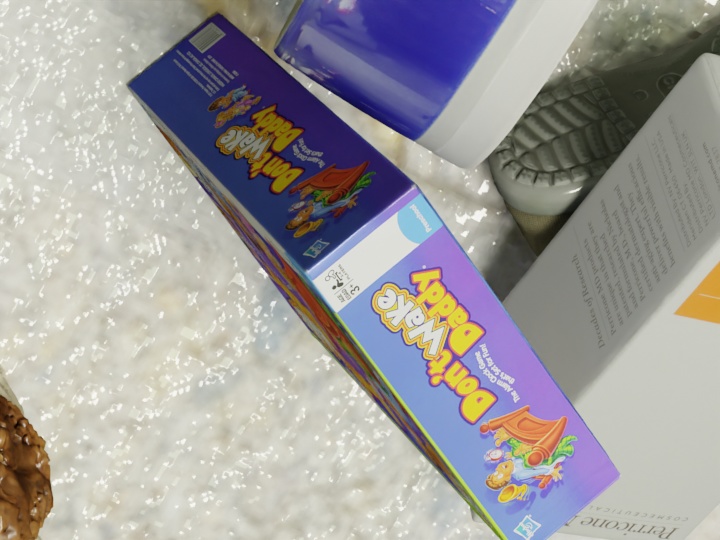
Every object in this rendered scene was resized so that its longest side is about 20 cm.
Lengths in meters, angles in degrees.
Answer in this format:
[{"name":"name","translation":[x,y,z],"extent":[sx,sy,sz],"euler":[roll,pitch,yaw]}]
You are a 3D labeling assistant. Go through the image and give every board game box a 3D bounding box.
[{"name":"board game box","translation":[0.000,0.000,0.924],"extent":[0.045,0.200,0.135],"euler":[-38,119,-4]}]

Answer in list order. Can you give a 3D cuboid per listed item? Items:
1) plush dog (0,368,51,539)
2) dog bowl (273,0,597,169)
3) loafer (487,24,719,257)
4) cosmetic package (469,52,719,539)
[{"name":"plush dog","translation":[-0.160,0.087,0.921],"extent":[0.160,0.199,0.173],"euler":[-33,135,-46]},{"name":"dog bowl","translation":[0.051,-0.139,0.887],"extent":[0.078,0.200,0.201],"euler":[29,98,-5]},{"name":"loafer","translation":[0.145,-0.051,1.048],"extent":[0.199,0.075,0.070],"euler":[-14,137,-7]},{"name":"cosmetic package","translation":[0.123,0.017,1.002],"extent":[0.101,0.072,0.200],"euler":[9,138,-28]}]
